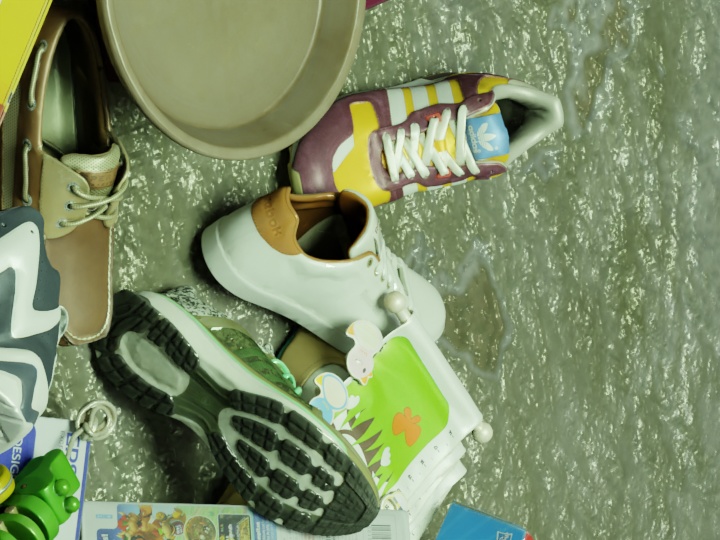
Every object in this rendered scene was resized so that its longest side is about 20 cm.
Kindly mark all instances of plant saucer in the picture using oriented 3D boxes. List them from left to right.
[{"bbox_3d":[-0.075,-0.162,1.683,0.200,0.029,0.200,-4,96,-44],"label":"plant saucer"}]

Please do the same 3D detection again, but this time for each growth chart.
[{"bbox_3d":[0.006,0.125,1.827,0.145,0.018,0.200,48,61,-33],"label":"growth chart"}]

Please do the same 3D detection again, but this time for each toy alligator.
[{"bbox_3d":[-0.182,0.133,1.636,0.200,0.054,0.059,-45,123,-36],"label":"toy alligator"}]

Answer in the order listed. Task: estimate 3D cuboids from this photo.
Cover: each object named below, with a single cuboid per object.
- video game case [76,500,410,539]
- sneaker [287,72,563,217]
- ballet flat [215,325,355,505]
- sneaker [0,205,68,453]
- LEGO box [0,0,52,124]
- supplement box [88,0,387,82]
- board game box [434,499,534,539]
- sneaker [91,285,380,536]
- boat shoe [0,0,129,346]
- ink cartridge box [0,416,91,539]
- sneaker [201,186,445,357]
[{"bbox_3d":[-0.063,0.205,1.726,0.200,0.018,0.143,3,68,-18],"label":"video game case"},{"bbox_3d":[0.042,-0.084,1.892,0.200,0.090,0.075,-27,112,-43],"label":"sneaker"},{"bbox_3d":[-0.037,0.116,1.842,0.069,0.063,0.200,44,62,-40],"label":"ballet flat"},{"bbox_3d":[-0.234,-0.007,1.613,0.199,0.079,0.130,39,40,-10],"label":"sneaker"},{"bbox_3d":[-0.234,-0.185,1.601,0.149,0.077,0.200,37,66,-42],"label":"LEGO box"},{"bbox_3d":[-0.066,-0.191,1.773,0.200,0.086,0.111,-28,113,-42],"label":"supplement box"},{"bbox_3d":[0.065,0.272,1.902,0.200,0.056,0.196,-65,157,-14],"label":"board game box"},{"bbox_3d":[-0.058,0.071,1.757,0.200,0.077,0.089,42,35,6],"label":"sneaker"},{"bbox_3d":[-0.170,-0.055,1.681,0.076,0.074,0.200,-23,109,-43],"label":"boat shoe"},{"bbox_3d":[-0.244,0.167,1.642,0.200,0.047,0.198,14,81,-48],"label":"ink cartridge box"},{"bbox_3d":[0.000,0.000,1.846,0.200,0.085,0.073,20,45,-46],"label":"sneaker"}]
